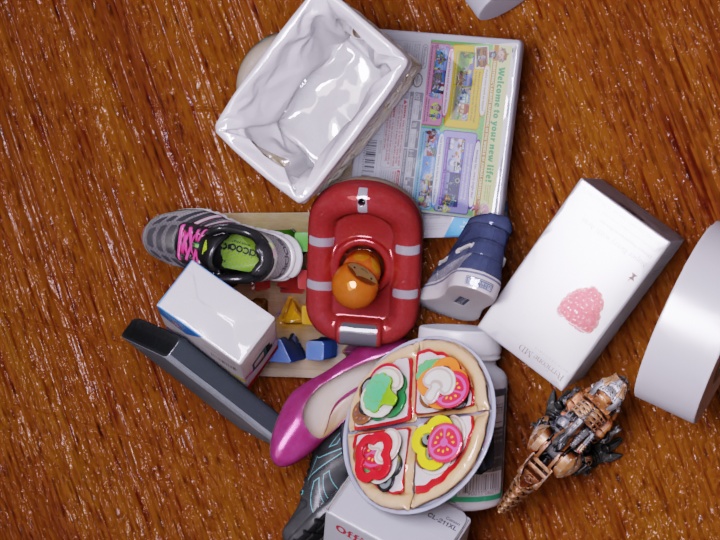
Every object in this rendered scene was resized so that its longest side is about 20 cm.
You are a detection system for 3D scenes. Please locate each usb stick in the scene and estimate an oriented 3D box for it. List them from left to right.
[{"bbox_3d":[0.059,0.192,1.639,0.200,0.033,0.056,-1,89,39],"label":"usb stick"}]

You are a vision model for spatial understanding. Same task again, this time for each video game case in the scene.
[{"bbox_3d":[0.084,-0.164,1.665,0.181,0.022,0.201,8,94,22],"label":"video game case"}]

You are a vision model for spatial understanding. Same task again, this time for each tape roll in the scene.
[{"bbox_3d":[0.359,0.055,1.548,0.071,0.202,0.203,26,100,19],"label":"tape roll"}]

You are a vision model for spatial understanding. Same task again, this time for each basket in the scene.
[{"bbox_3d":[-0.039,-0.191,1.629,0.135,0.123,0.200,41,105,8],"label":"basket"}]

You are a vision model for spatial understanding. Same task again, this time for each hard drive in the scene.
[{"bbox_3d":[-0.175,0.132,1.736,0.033,0.200,0.139,-54,29,-12],"label":"hard drive"}]

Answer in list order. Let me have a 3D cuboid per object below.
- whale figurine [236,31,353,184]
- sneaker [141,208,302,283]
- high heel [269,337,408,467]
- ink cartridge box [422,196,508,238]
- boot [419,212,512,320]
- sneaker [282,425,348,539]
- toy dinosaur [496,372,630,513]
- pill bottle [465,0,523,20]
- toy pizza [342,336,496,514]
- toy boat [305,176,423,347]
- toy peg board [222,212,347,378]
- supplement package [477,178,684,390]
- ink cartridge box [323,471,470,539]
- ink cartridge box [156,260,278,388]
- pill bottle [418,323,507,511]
[{"bbox_3d":[-0.062,-0.189,1.763,0.159,0.104,0.200,-29,105,10],"label":"whale figurine"},{"bbox_3d":[-0.169,-0.028,1.698,0.199,0.087,0.074,13,96,20],"label":"sneaker"},{"bbox_3d":[-0.020,0.149,1.701,0.096,0.200,0.067,1,131,57],"label":"high heel"},{"bbox_3d":[0.106,-0.138,1.705,0.115,0.067,0.201,-1,92,21],"label":"ink cartridge box"},{"bbox_3d":[0.122,-0.003,1.661,0.073,0.200,0.091,22,77,-10],"label":"boot"},{"bbox_3d":[-0.030,0.246,1.778,0.200,0.075,0.079,-49,62,9],"label":"sneaker"},{"bbox_3d":[0.219,0.186,1.639,0.200,0.136,0.102,-28,83,19],"label":"toy dinosaur"},{"bbox_3d":[0.120,-0.390,1.666,0.114,0.114,0.200,-35,80,18],"label":"pill bottle"},{"bbox_3d":[0.057,0.163,1.606,0.200,0.032,0.201,-18,58,32],"label":"toy pizza"},{"bbox_3d":[0.000,0.000,1.636,0.130,0.131,0.201,4,111,6],"label":"toy boat"},{"bbox_3d":[-0.112,0.031,1.777,0.199,0.098,0.200,0,92,21],"label":"toy peg board"},{"bbox_3d":[0.243,0.013,1.631,0.121,0.120,0.200,37,104,14],"label":"supplement package"},{"bbox_3d":[0.034,0.331,1.686,0.145,0.083,0.200,25,140,19],"label":"ink cartridge box"},{"bbox_3d":[-0.159,0.069,1.697,0.116,0.200,0.067,35,77,6],"label":"ink cartridge box"},{"bbox_3d":[0.110,0.165,1.691,0.113,0.113,0.201,3,93,20],"label":"pill bottle"}]
